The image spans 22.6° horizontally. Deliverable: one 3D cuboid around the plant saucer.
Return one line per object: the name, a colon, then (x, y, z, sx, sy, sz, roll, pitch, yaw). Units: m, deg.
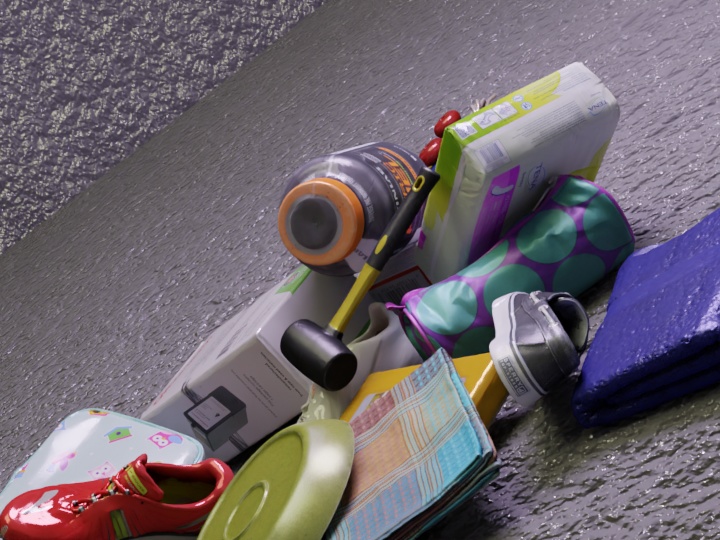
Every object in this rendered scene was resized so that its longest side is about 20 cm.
plant saucer: (-0.077, 0.191, 1.371, 0.200, 0.031, 0.200, -47, 18, 20)

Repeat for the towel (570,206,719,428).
towel: (0.234, 0.029, 1.300, 0.147, 0.050, 0.200, -32, 15, 36)

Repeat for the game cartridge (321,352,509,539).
game cartridge: (0.014, 0.151, 1.381, 0.176, 0.032, 0.200, -15, 31, 52)

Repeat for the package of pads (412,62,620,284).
package of pads: (0.134, -0.076, 1.543, 0.154, 0.068, 0.200, -28, -24, -22)

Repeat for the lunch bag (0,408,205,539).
lunch bag: (-0.225, 0.216, 1.544, 0.159, 0.077, 0.200, 14, 43, 21)

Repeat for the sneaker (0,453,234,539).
sneaker: (-0.195, 0.182, 1.450, 0.199, 0.085, 0.077, -6, 48, -23)

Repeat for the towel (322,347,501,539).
towel: (0.025, 0.140, 1.314, 0.146, 0.022, 0.200, -39, 20, 7)

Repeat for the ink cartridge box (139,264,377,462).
ink cartridge box: (-0.092, 0.088, 1.654, 0.200, 0.084, 0.146, -36, 11, 43)

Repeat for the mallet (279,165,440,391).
mallet: (0.000, 0.000, 1.490, 0.066, 0.041, 0.201, 24, 87, 41)

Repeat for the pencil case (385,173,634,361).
pencil case: (0.126, 0.005, 1.488, 0.200, 0.093, 0.085, -38, 6, -5)

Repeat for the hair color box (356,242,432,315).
hair color box: (0.073, -0.022, 1.727, 0.111, 0.064, 0.200, -24, 21, 32)

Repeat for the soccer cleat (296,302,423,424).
soccer cleat: (-0.021, 0.110, 1.519, 0.069, 0.078, 0.200, -14, 27, 51)

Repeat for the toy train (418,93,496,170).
toy train: (0.091, -0.110, 1.931, 0.116, 0.085, 0.200, -41, 11, 31)

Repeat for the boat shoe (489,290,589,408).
boat shoe: (0.140, 0.047, 1.349, 0.068, 0.072, 0.200, -30, 2, 11)

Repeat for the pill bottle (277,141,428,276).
pill bottle: (-0.007, -0.053, 1.583, 0.106, 0.107, 0.200, -29, -1, 20)
